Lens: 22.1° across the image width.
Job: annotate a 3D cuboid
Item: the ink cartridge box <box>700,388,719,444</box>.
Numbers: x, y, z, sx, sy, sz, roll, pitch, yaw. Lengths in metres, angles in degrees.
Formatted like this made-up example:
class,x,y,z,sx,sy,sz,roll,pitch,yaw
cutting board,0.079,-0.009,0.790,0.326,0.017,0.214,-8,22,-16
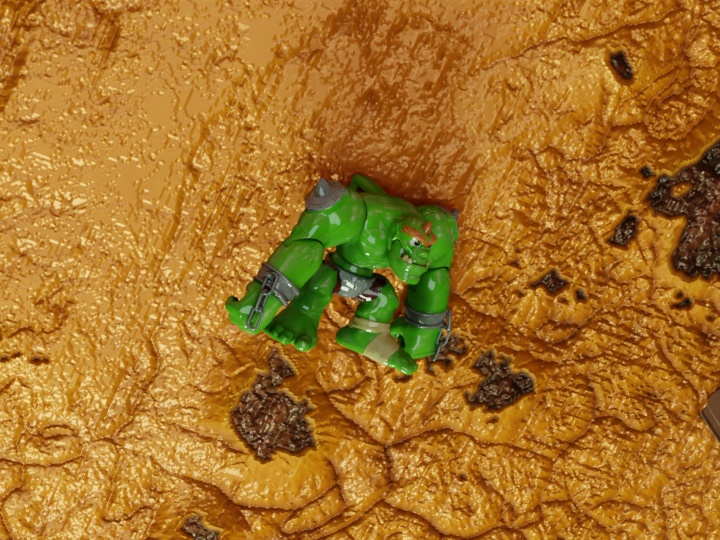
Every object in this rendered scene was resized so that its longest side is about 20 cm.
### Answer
class,x,y,z,sx,sy,sz,roll,pitch,yaw
ink cartridge box,0.387,0.149,1.462,0.144,0.085,0.200,-38,114,10

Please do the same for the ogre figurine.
class,x,y,z,sx,sy,sz,roll,pitch,yaw
ogre figurine,0.000,0.000,1.314,0.199,0.098,0.121,16,102,-25
